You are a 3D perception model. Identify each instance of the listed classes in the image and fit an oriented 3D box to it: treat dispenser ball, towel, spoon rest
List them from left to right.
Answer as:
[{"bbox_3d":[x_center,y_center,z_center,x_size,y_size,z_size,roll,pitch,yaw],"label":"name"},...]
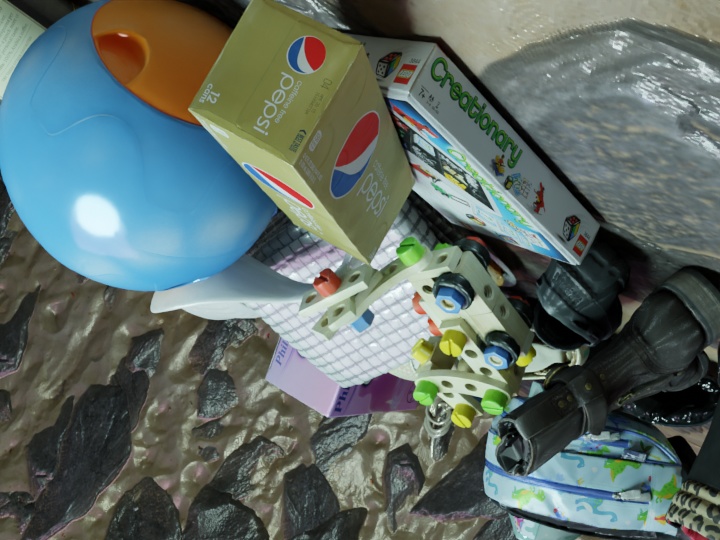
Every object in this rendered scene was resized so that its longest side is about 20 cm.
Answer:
[{"bbox_3d":[-0.149,-0.087,0.615,0.199,0.203,0.201,29,174,3],"label":"treat dispenser ball"},{"bbox_3d":[-0.079,0.004,0.692,0.198,0.061,0.099,-18,-177,24],"label":"spoon rest"},{"bbox_3d":[0.000,0.000,0.771,0.199,0.086,0.166,-31,113,36],"label":"towel"}]

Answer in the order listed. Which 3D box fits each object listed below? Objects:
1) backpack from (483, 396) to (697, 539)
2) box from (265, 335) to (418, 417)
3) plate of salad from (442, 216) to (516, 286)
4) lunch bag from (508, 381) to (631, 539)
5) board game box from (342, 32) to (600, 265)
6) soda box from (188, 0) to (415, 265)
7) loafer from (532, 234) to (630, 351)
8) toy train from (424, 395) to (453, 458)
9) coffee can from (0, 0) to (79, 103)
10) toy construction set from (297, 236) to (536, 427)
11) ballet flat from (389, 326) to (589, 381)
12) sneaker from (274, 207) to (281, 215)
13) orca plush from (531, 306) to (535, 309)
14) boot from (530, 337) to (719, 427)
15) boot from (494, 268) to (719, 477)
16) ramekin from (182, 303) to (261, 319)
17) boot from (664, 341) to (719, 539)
[{"bbox_3d":[0.217,0.191,0.837,0.197,0.156,0.163,-7,180,11],"label":"backpack"},{"bbox_3d":[0.012,0.062,0.993,0.096,0.178,0.199,25,-173,32],"label":"box"},{"bbox_3d":[0.061,-0.026,0.864,0.198,0.049,0.200,29,174,3],"label":"plate of salad"},{"bbox_3d":[0.243,0.209,1.022,0.121,0.173,0.199,26,-155,28],"label":"lunch bag"},{"bbox_3d":[0.053,-0.076,0.554,0.126,0.035,0.199,24,171,48],"label":"board game box"},{"bbox_3d":[-0.022,-0.067,0.495,0.063,0.068,0.200,28,174,16],"label":"soda box"},{"bbox_3d":[0.162,0.028,0.677,0.068,0.070,0.201,47,179,19],"label":"loafer"},{"bbox_3d":[0.101,0.114,0.899,0.083,0.203,0.116,12,-175,2],"label":"toy train"},{"bbox_3d":[-0.292,-0.177,0.800,0.199,0.148,0.146,34,172,-41],"label":"coffee can"},{"bbox_3d":[0.054,0.041,0.654,0.130,0.093,0.199,-12,143,45],"label":"toy construction set"},{"bbox_3d":[0.109,0.072,0.803,0.197,0.069,0.062,-6,-173,14],"label":"ballet flat"},{"bbox_3d":[-0.068,-0.033,0.873,0.110,0.203,0.076,29,-142,33],"label":"sneaker"},{"bbox_3d":[0.196,0.075,0.966,0.198,0.106,0.071,32,143,6],"label":"orca plush"},{"bbox_3d":[0.237,0.092,0.851,0.198,0.077,0.168,21,176,11],"label":"boot"},{"bbox_3d":[0.166,0.084,0.621,0.070,0.173,0.200,52,175,24],"label":"boot"},{"bbox_3d":[-0.133,-0.040,0.990,0.104,0.203,0.199,8,160,47],"label":"ramekin"},{"bbox_3d":[0.264,0.118,0.601,0.072,0.152,0.200,27,174,10],"label":"boot"}]
